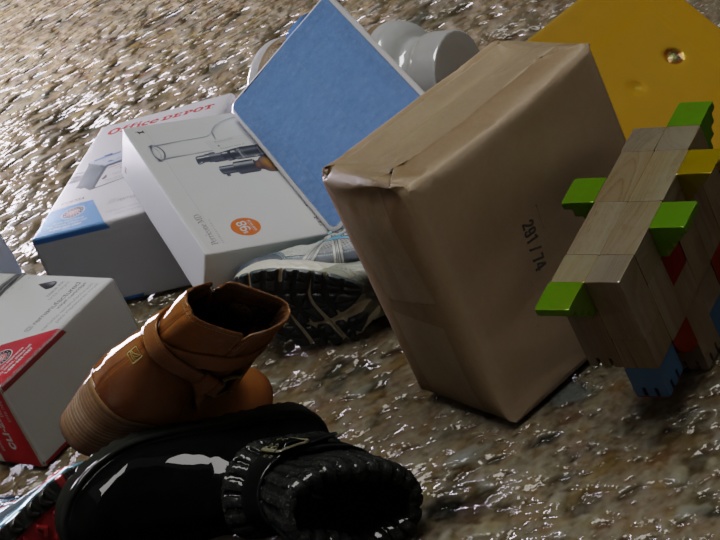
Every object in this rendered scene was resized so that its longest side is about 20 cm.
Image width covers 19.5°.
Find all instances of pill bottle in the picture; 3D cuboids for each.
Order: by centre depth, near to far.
[{"bbox_3d":[0.006,-0.161,1.849,0.199,0.111,0.111,-3,33,36],"label":"pill bottle"}]

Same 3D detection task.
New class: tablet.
[{"bbox_3d":[-0.022,-0.128,1.682,0.130,0.014,0.200,-49,46,9],"label":"tablet"}]

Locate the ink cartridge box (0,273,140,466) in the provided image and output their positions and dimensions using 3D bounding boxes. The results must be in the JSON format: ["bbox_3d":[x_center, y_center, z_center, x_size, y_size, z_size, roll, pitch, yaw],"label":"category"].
[{"bbox_3d":[-0.292,0.076,1.699,0.199,0.084,0.144,1,37,42],"label":"ink cartridge box"}]

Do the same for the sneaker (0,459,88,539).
[{"bbox_3d":[-0.233,0.176,1.473,0.199,0.080,0.096,-28,25,-7],"label":"sneaker"}]

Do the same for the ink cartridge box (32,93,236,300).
[{"bbox_3d":[-0.184,-0.062,1.860,0.146,0.086,0.200,-13,30,21],"label":"ink cartridge box"}]

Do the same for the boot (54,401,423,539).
[{"bbox_3d":[-0.080,0.152,1.355,0.210,0.080,0.158,-20,24,-21],"label":"boot"}]

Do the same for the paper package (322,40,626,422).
[{"bbox_3d":[0.099,-0.031,1.435,0.190,0.201,0.103,-38,29,-24],"label":"paper package"}]

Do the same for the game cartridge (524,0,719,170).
[{"bbox_3d":[0.208,-0.131,1.604,0.176,0.032,0.200,42,63,17],"label":"game cartridge"}]

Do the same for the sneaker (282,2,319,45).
[{"bbox_3d":[-0.023,-0.130,1.747,0.078,0.066,0.201,-42,47,30],"label":"sneaker"}]

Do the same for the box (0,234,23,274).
[{"bbox_3d":[-0.377,-0.010,1.883,0.097,0.125,0.200,-32,27,-14],"label":"box"}]

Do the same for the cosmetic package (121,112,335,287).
[{"bbox_3d":[-0.093,-0.059,1.707,0.150,0.052,0.200,-12,38,-22],"label":"cosmetic package"}]

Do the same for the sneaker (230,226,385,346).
[{"bbox_3d":[0.000,0.000,1.602,0.199,0.078,0.087,-6,36,14],"label":"sneaker"}]

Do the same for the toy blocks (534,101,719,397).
[{"bbox_3d":[0.197,0.006,1.372,0.100,0.137,0.200,0,42,36],"label":"toy blocks"}]

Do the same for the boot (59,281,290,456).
[{"bbox_3d":[-0.098,0.061,1.444,0.199,0.077,0.155,4,-40,-47],"label":"boot"}]
